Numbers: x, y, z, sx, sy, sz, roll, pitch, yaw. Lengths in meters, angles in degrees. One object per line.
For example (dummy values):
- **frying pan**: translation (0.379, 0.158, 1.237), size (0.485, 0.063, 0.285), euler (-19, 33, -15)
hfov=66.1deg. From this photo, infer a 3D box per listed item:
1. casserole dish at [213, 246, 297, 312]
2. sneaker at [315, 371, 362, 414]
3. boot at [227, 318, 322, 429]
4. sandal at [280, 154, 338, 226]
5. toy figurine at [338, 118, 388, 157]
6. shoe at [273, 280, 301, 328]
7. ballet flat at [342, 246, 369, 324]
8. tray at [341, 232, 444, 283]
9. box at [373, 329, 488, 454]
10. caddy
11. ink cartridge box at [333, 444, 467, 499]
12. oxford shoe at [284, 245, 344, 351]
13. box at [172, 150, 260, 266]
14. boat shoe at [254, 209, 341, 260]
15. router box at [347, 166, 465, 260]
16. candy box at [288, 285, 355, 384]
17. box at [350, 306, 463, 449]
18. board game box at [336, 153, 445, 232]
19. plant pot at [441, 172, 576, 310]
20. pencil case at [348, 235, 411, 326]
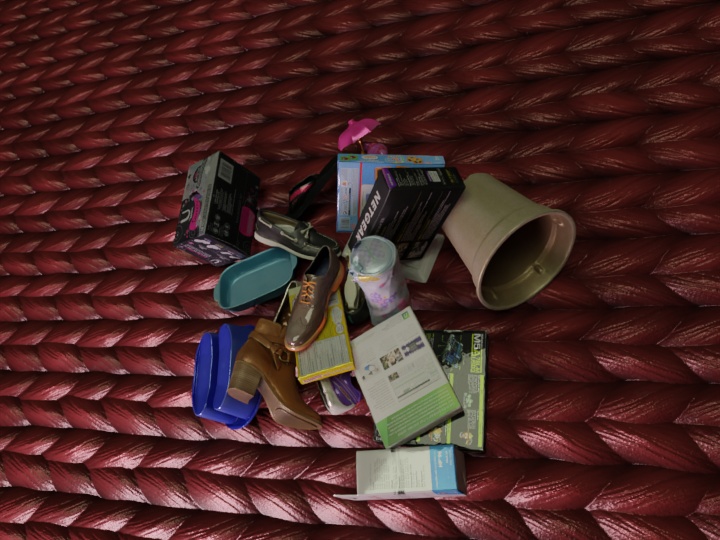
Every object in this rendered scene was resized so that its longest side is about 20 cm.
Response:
- **casserole dish**: translation (-0.214, 0.022, 1.163), size (0.197, 0.039, 0.123), euler (-22, 46, 9)
- **sneaker**: translation (-0.054, 0.172, 1.040), size (0.082, 0.081, 0.202), euler (-16, 58, -16)
- **boot**: translation (-0.134, 0.190, 1.017), size (0.073, 0.199, 0.157), euler (-33, 29, 45)
- **sandal**: translation (-0.115, -0.179, 1.189), size (0.200, 0.045, 0.076), euler (-47, 24, 18)
- **toy figurine**: translation (0.027, -0.209, 1.097), size (0.150, 0.185, 0.200), euler (-41, 58, -9)
- **shoe**: translation (-0.154, 0.115, 1.101), size (0.069, 0.053, 0.203), euler (12, 72, 25)
- **ballet flat**: translation (0.000, 0.000, 1.071), size (0.067, 0.068, 0.205), euler (-2, 75, 22)
- **tray**: translation (0.061, -0.053, 1.115), size (0.197, 0.022, 0.109), euler (19, 73, 26)
- **box**: translation (0.125, 0.204, 0.962), size (0.189, 0.048, 0.204), euler (-1, 66, 18)
- **caddy**: translation (-0.244, 0.199, 1.068), size (0.140, 0.104, 0.204), euler (-22, 58, 37)
- **ink cartridge box**: translation (0.064, 0.326, 0.887), size (0.196, 0.116, 0.069), euler (-9, 63, 15)
- **oxford shoe**: translation (-0.093, 0.046, 0.996), size (0.070, 0.073, 0.203), euler (7, 57, 22)
- **box**: translation (-0.314, -0.131, 1.214), size (0.113, 0.131, 0.204), euler (-15, 61, 34)
- **boat shoe**: translation (-0.131, -0.076, 1.152), size (0.197, 0.061, 0.074), euler (19, 32, 18)
- **router box**: translation (0.076, -0.093, 0.972), size (0.146, 0.201, 0.052), euler (-6, 56, -25)
- **candy box**: translation (-0.074, 0.103, 1.012), size (0.100, 0.027, 0.203), euler (-17, 49, 5)
- **box**: translation (0.069, 0.182, 0.948), size (0.143, 0.036, 0.202), euler (-30, 57, 7)
- **board game box**: translation (0.053, -0.143, 1.052), size (0.195, 0.154, 0.037), euler (2, 37, -2)
- **plant pot**: translation (0.238, -0.067, 0.975), size (0.199, 0.201, 0.184), euler (-37, 48, 1)
- **pencil case**: translation (0.039, 0.028, 0.985), size (0.082, 0.201, 0.091), euler (27, 68, 30)
